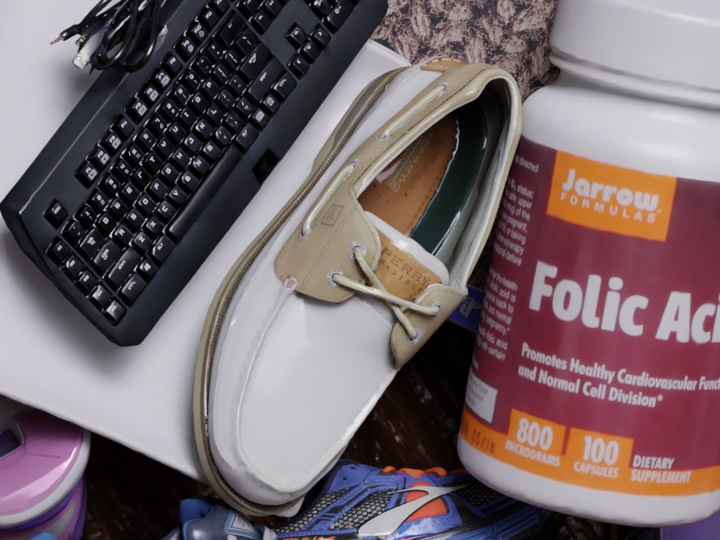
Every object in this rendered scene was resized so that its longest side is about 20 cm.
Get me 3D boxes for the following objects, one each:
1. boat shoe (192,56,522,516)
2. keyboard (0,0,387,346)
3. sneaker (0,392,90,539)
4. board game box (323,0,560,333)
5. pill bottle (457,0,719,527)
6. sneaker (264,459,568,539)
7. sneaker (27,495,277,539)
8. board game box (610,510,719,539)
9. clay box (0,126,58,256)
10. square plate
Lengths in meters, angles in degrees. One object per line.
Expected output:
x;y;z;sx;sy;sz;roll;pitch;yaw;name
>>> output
0.000;0.000;1.146;0.075;0.068;0.201;35;65;-24;boat shoe
-0.063;-0.075;1.139;0.104;0.040;0.200;44;60;-18;keyboard
-0.168;0.046;1.201;0.080;0.089;0.200;-31;54;-11;sneaker
0.022;-0.104;1.268;0.159;0.201;0.097;23;18;-9;board game box
0.109;-0.010;1.189;0.113;0.114;0.201;5;103;-19;pill bottle
0.014;0.106;1.242;0.199;0.075;0.079;-20;69;-30;sneaker
-0.041;0.130;1.134;0.198;0.077;0.086;-1;92;-12;sneaker
0.195;0.110;1.319;0.164;0.057;0.201;12;60;-17;board game box
-0.207;-0.025;1.135;0.200;0.048;0.115;-35;86;-33;clay box
-0.085;-0.029;1.155;0.197;0.028;0.201;25;68;-27;square plate
